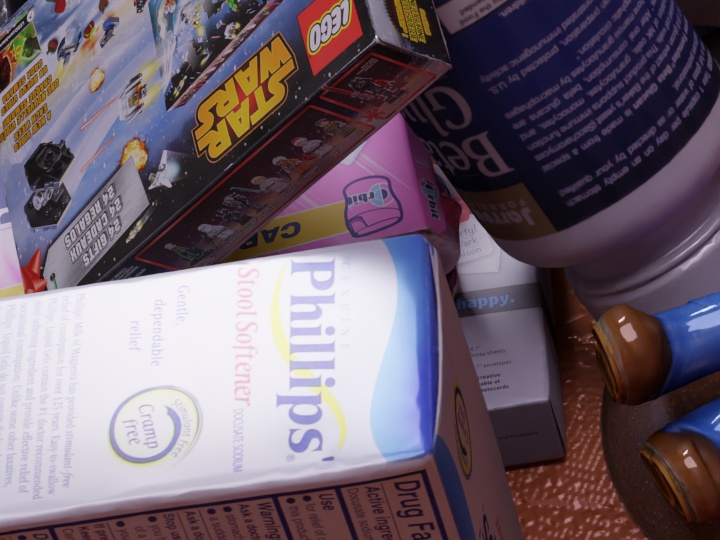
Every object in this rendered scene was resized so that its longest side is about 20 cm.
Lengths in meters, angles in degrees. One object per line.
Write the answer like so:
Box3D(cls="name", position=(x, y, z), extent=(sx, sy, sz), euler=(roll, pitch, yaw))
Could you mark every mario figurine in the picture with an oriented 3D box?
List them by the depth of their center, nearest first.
Box3D(cls="mario figurine", position=(0.186, 0.009, 1.075), extent=(0.199, 0.124, 0.106), euler=(-28, 35, -3))

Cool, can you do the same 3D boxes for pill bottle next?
Box3D(cls="pill bottle", position=(0.074, -0.072, 1.141), extent=(0.111, 0.200, 0.111), euler=(-31, 23, 15))

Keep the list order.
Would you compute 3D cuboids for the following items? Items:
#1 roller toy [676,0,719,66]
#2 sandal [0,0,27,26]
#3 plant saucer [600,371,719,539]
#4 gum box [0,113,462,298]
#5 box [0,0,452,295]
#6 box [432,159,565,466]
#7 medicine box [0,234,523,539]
Box3D(cls="roller toy", position=(0.136, -0.178, 1.284), extent=(0.182, 0.140, 0.200), euler=(-30, 58, -5))
Box3D(cls="sandal", position=(-0.166, -0.126, 1.330), extent=(0.075, 0.048, 0.201), euler=(-24, 45, 24))
Box3D(cls="plant saucer", position=(0.188, 0.039, 1.150), extent=(0.199, 0.037, 0.201), euler=(-8, 48, 9))
Box3D(cls="gum box", position=(-0.062, -0.028, 1.192), extent=(0.199, 0.066, 0.114), euler=(-15, 60, 5))
Box3D(cls="box", position=(-0.059, -0.077, 1.093), extent=(0.200, 0.040, 0.137), euler=(-38, 51, 35))
Box3D(cls="box", position=(0.000, 0.000, 1.236), extent=(0.155, 0.041, 0.201), euler=(-9, 47, 9))
Box3D(cls="medicine box", position=(-0.051, 0.095, 1.070), extent=(0.199, 0.183, 0.103), euler=(-9, 48, 9))
